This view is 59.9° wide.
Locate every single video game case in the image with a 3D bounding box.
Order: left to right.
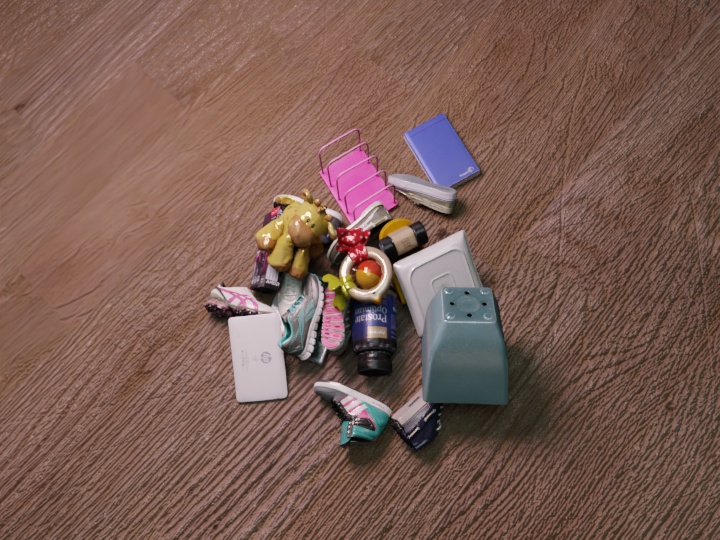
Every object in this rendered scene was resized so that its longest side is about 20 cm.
[{"bbox_3d":[-0.139,0.109,1.568,0.177,0.023,0.205,19,72,11],"label":"video game case"}]

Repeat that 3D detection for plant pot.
[{"bbox_3d":[0.232,0.152,1.390,0.189,0.205,0.199,0,37,5],"label":"plant pot"}]

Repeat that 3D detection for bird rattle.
[{"bbox_3d":[0.000,0.000,1.464,0.158,0.114,0.204,18,64,11],"label":"bird rattle"}]

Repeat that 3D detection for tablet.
[{"bbox_3d":[-0.246,0.210,1.500,0.125,0.014,0.208,-5,95,2],"label":"tablet"}]

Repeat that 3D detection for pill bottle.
[{"bbox_3d":[0.033,0.142,1.494,0.108,0.112,0.207,-2,69,4],"label":"pill bottle"}]

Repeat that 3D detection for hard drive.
[{"bbox_3d":[0.219,-0.316,1.692,0.129,0.025,0.204,-27,70,-6],"label":"hard drive"}]

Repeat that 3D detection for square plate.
[{"bbox_3d":[0.198,0.036,1.505,0.195,0.028,0.203,-25,106,-6],"label":"square plate"}]

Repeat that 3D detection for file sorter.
[{"bbox_3d":[-0.009,-0.240,1.628,0.136,0.126,0.203,-30,70,-7],"label":"file sorter"}]

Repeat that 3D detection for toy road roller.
[{"bbox_3d":[0.116,-0.030,1.563,0.120,0.146,0.205,-24,107,-6],"label":"toy road roller"}]

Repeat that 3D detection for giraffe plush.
[{"bbox_3d":[-0.130,-0.097,1.447,0.169,0.161,0.206,27,71,-25],"label":"giraffe plush"}]

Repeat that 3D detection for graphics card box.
[{"bbox_3d":[-0.220,-0.049,1.561,0.049,0.125,0.207,13,80,-24],"label":"graphics card box"}]

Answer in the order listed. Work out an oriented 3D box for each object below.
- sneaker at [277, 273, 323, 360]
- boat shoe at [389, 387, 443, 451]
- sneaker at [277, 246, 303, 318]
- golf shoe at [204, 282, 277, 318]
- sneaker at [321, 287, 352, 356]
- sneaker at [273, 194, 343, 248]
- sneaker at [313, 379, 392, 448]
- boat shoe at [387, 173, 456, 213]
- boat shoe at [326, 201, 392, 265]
[{"bbox_3d":[-0.144,0.105,1.483,0.089,0.077,0.207,14,80,-29],"label":"sneaker"},{"bbox_3d":[0.164,0.326,1.449,0.198,0.075,0.094,-37,95,-15],"label":"boat shoe"},{"bbox_3d":[-0.171,0.027,1.547,0.072,0.081,0.207,2,71,3],"label":"sneaker"},{"bbox_3d":[-0.289,0.078,1.556,0.194,0.074,0.094,14,57,16],"label":"golf shoe"},{"bbox_3d":[-0.055,0.119,1.513,0.071,0.089,0.205,-3,52,8],"label":"sneaker"},{"bbox_3d":[-0.151,-0.119,1.624,0.194,0.073,0.115,16,73,10],"label":"sneaker"},{"bbox_3d":[-0.035,0.342,1.446,0.194,0.084,0.123,20,63,10],"label":"sneaker"},{"bbox_3d":[0.156,-0.201,1.634,0.195,0.064,0.072,21,27,25],"label":"boat shoe"},{"bbox_3d":[-0.003,-0.084,1.582,0.202,0.072,0.061,-45,65,6],"label":"boat shoe"}]
